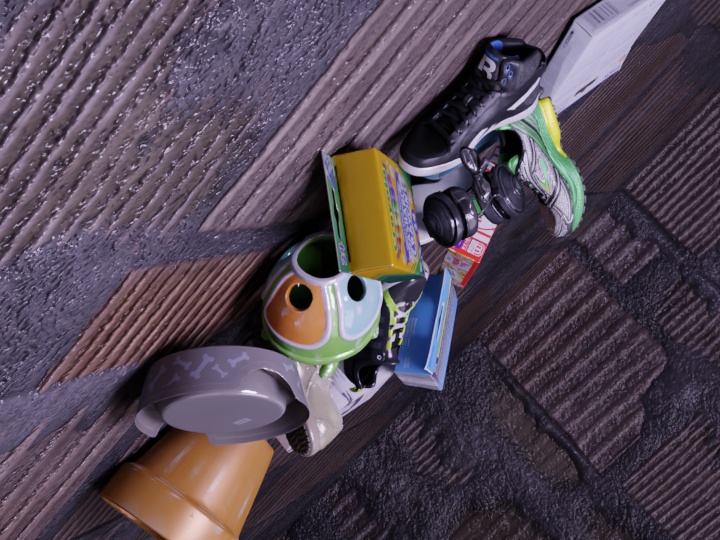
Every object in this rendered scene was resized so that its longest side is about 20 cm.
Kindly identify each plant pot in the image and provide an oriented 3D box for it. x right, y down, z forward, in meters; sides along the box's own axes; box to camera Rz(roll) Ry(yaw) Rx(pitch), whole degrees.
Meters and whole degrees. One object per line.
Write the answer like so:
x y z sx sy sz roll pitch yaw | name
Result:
-0.221 0.289 1.383 0.184 0.200 0.200 -55 172 -20 | plant pot

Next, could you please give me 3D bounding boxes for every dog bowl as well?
-0.158 0.144 1.157 0.199 0.059 0.200 -4 155 -2 | dog bowl

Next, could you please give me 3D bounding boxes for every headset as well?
0.127 -0.088 1.159 0.123 0.094 0.200 -24 179 0 | headset

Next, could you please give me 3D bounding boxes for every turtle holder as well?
-0.029 0.020 1.170 0.185 0.141 0.132 -24 143 -24 | turtle holder

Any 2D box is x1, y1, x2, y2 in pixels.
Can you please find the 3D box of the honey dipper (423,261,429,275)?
0.058 -0.008 1.284 0.038 0.038 0.200 -44 168 4 | honey dipper

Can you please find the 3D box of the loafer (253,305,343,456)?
-0.076 0.129 1.253 0.068 0.201 0.076 -9 169 -40 | loafer

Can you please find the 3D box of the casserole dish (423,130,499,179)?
0.140 -0.178 1.263 0.200 0.039 0.121 -33 163 -32 | casserole dish

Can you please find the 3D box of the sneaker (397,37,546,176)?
0.120 -0.194 1.115 0.200 0.073 0.112 -35 152 -22 | sneaker

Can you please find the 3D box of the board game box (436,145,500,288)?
0.160 -0.067 1.365 0.200 0.046 0.152 89 27 -80 | board game box

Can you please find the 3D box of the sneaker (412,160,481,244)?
0.087 -0.080 1.309 0.200 0.075 0.089 -45 179 -40 | sneaker

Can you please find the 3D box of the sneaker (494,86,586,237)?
0.211 -0.125 1.243 0.085 0.201 0.078 -34 -158 -17 | sneaker

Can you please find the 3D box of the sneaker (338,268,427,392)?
0.037 0.079 1.276 0.072 0.083 0.200 -6 141 -43 | sneaker

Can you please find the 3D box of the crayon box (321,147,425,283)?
0.019 -0.056 1.086 0.051 0.126 0.200 -10 174 15 | crayon box

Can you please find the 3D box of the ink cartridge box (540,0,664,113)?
0.327 -0.309 1.386 0.199 0.041 0.200 -36 165 -28 | ink cartridge box

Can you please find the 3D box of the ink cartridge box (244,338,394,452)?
-0.068 0.142 1.417 0.200 0.145 0.084 -26 160 -50 | ink cartridge box

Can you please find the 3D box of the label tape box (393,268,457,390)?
0.091 0.084 1.433 0.200 0.066 0.144 53 46 -72 | label tape box
